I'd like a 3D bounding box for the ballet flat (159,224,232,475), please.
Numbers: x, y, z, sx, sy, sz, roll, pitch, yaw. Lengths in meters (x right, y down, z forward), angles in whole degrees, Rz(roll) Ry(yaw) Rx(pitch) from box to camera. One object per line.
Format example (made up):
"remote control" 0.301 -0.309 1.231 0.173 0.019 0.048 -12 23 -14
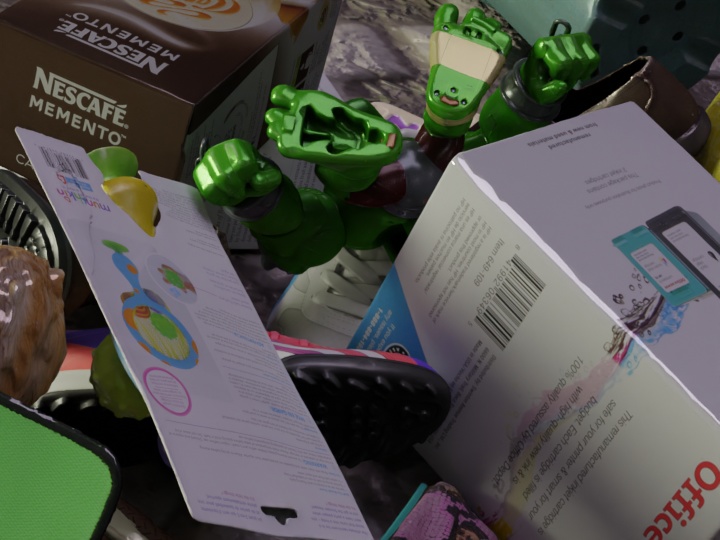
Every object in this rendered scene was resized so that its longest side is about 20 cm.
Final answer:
"ballet flat" -0.083 0.030 0.884 0.067 0.046 0.200 7 36 -15

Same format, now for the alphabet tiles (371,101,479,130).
"alphabet tiles" 0.068 -0.047 1.098 0.195 0.015 0.200 25 33 15

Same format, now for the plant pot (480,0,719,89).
"plant pot" 0.177 -0.233 1.282 0.200 0.200 0.196 -6 47 -30

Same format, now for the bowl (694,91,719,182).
"bowl" 0.246 -0.010 1.012 0.108 0.200 0.200 -35 45 1

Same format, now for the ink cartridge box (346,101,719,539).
"ink cartridge box" 0.124 0.048 0.824 0.146 0.147 0.200 -20 59 -43

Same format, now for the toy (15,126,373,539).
"toy" -0.080 0.036 0.717 0.115 0.047 0.200 19 38 -52

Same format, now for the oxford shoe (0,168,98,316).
"oxford shoe" -0.153 -0.011 0.839 0.084 0.073 0.200 8 5 -23

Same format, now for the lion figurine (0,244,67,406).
"lion figurine" -0.216 0.049 0.689 0.199 0.123 0.072 2 -6 7

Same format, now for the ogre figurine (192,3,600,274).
"ogre figurine" 0.014 -0.053 0.855 0.200 0.120 0.098 -39 71 -24

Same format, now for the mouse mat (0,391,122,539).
"mouse mat" -0.201 0.101 0.646 0.200 0.161 0.008 25 1 13

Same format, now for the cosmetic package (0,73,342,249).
"cosmetic package" -0.111 -0.073 0.996 0.200 0.085 0.108 -1 36 -24

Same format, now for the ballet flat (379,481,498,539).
"ballet flat" 0.015 0.149 0.724 0.071 0.069 0.200 30 25 16

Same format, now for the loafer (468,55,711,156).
"loafer" 0.102 -0.082 1.012 0.200 0.071 0.073 -16 26 24

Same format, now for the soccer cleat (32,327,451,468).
"soccer cleat" -0.059 0.049 0.799 0.199 0.068 0.073 -3 41 -2

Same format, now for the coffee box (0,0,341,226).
"coffee box" -0.100 -0.110 0.904 0.114 0.080 0.200 23 33 9

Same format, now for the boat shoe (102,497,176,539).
"boat shoe" -0.135 0.121 0.724 0.202 0.075 0.075 33 70 21

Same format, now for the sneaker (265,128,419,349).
"sneaker" 0.000 0.000 0.932 0.076 0.081 0.200 19 41 3
